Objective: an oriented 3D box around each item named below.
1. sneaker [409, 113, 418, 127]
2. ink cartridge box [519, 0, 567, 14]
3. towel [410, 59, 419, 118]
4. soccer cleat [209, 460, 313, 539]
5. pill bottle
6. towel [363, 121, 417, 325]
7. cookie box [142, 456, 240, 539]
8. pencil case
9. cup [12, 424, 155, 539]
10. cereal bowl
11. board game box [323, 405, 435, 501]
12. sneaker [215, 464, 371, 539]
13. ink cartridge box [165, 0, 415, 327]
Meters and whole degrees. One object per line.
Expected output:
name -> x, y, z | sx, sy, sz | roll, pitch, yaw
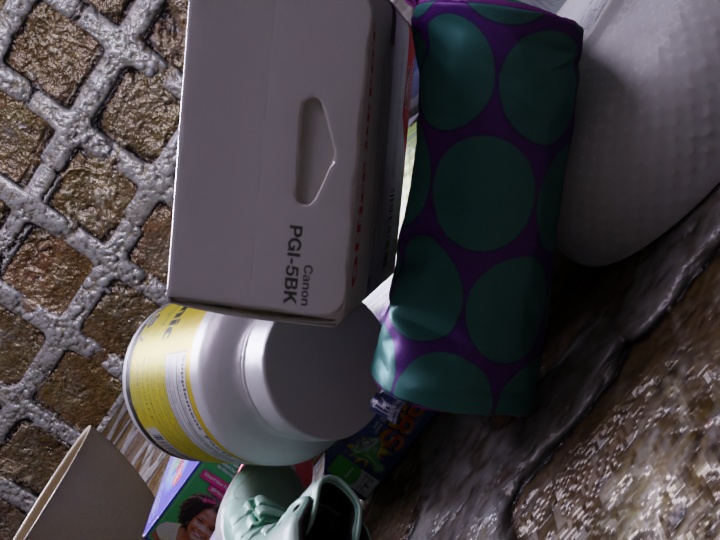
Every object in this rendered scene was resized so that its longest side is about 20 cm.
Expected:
sneaker -> 0.111, -0.125, 0.828 | 0.200, 0.076, 0.114 | -45, 20, -31
ink cartridge box -> 0.190, -0.239, 0.707 | 0.201, 0.041, 0.199 | -51, -9, 24
towel -> 0.078, -0.175, 0.904 | 0.148, 0.024, 0.200 | -55, -14, -7
soccer cleat -> -0.091, 0.216, 0.803 | 0.202, 0.066, 0.076 | -63, -20, -5
pill bottle -> -0.065, 0.063, 0.684 | 0.199, 0.111, 0.112 | -13, 43, 59
towel -> 0.002, 0.009, 0.713 | 0.200, 0.022, 0.146 | -45, 44, 47
cookie box -> -0.095, 0.136, 0.974 | 0.201, 0.075, 0.172 | -54, 11, 15
pencil case -> 0.053, -0.029, 0.543 | 0.085, 0.091, 0.204 | -10, -69, -55
cup -> -0.292, 0.294, 1.223 | 0.201, 0.142, 0.201 | -54, 10, 14
cereal bowl -> 0.144, -0.108, 0.595 | 0.201, 0.083, 0.200 | -54, 10, 14
board game box -> 0.028, 0.052, 0.773 | 0.136, 0.034, 0.200 | -53, 11, 16
sneaker -> -0.030, 0.149, 0.641 | 0.119, 0.073, 0.201 | -59, 19, 22
ink cartridge box -> -0.026, -0.062, 0.561 | 0.200, 0.081, 0.150 | -32, -52, -80
